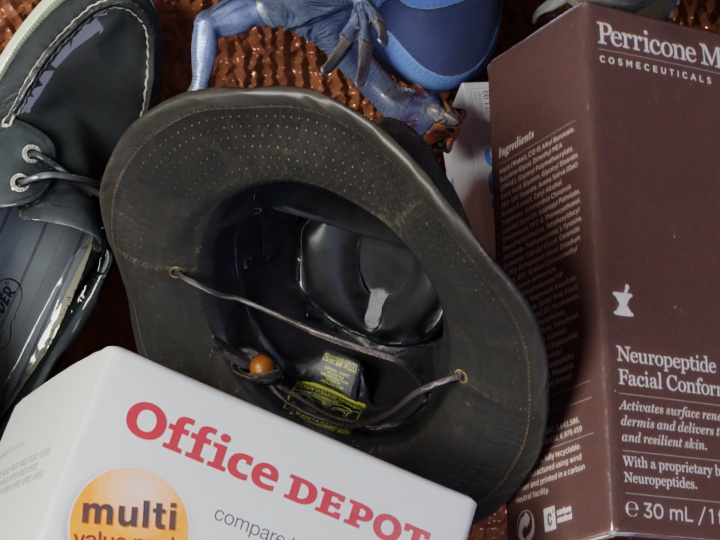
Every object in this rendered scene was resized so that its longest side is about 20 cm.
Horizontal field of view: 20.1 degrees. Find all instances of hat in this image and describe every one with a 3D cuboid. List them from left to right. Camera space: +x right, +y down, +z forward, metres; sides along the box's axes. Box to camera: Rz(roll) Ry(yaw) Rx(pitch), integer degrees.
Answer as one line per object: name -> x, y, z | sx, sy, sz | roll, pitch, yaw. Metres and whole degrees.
hat -> 0.000, 0.000, 0.754 | 0.081, 0.199, 0.202 | -51, 131, -40

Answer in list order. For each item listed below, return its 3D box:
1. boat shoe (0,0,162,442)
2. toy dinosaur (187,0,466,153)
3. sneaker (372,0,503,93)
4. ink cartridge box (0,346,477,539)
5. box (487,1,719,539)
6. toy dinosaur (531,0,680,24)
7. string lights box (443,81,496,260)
boat shoe -> -0.122, -0.016, 0.781 | 0.074, 0.066, 0.200 | 27, 96, -33
toy dinosaur -> -0.016, -0.123, 0.771 | 0.181, 0.104, 0.202 | 26, 74, -53
sneaker -> 0.030, -0.158, 0.798 | 0.073, 0.082, 0.202 | -20, 121, -22
ink cartridge box -> -0.074, 0.149, 0.698 | 0.144, 0.144, 0.202 | 24, 71, -16
box -> 0.110, 0.010, 0.768 | 0.099, 0.075, 0.202 | 7, 70, -28
toy dinosaur -> 0.102, -0.135, 0.780 | 0.076, 0.200, 0.103 | 9, 102, 9
string lights box -> 0.139, -0.027, 0.867 | 0.198, 0.059, 0.104 | -4, 73, -11
